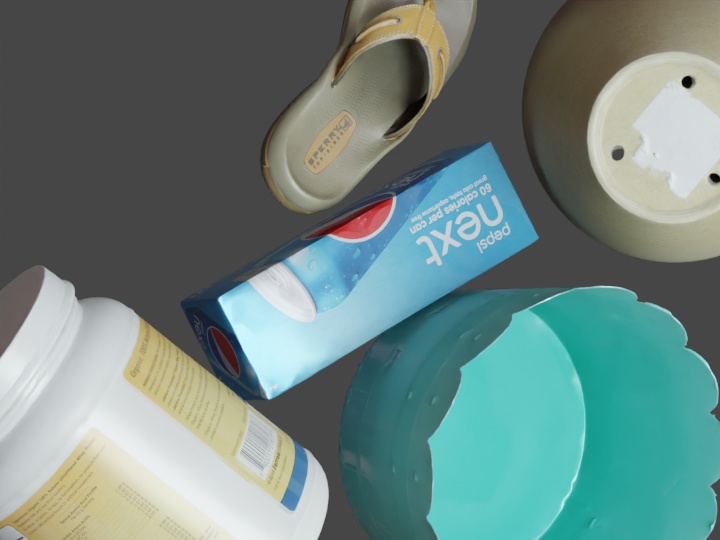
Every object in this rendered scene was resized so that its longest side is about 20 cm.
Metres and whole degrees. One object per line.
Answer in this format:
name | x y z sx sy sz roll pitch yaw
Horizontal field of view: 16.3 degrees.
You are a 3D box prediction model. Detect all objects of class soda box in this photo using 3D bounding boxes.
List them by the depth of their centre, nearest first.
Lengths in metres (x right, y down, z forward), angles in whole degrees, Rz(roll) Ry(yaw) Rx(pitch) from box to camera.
soda box | 0.000 0.000 1.462 0.200 0.064 0.068 -30 99 -23

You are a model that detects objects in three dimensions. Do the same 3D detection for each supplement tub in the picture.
supplement tub | -0.132 0.106 1.351 0.200 0.145 0.145 40 72 -17

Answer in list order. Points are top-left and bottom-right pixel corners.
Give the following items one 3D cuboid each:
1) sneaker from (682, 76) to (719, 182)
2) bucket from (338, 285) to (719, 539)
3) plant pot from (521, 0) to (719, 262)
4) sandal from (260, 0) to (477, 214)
sneaker | 0.256 -0.089 1.580 0.085 0.077 0.200 -45 105 -25
bucket | 0.095 0.104 1.448 0.206 0.135 0.208 -3 96 -27
plant pot | 0.180 -0.085 1.436 0.186 0.200 0.188 1 98 7
sandal | 0.014 -0.117 1.479 0.080 0.054 0.200 42 67 -17
